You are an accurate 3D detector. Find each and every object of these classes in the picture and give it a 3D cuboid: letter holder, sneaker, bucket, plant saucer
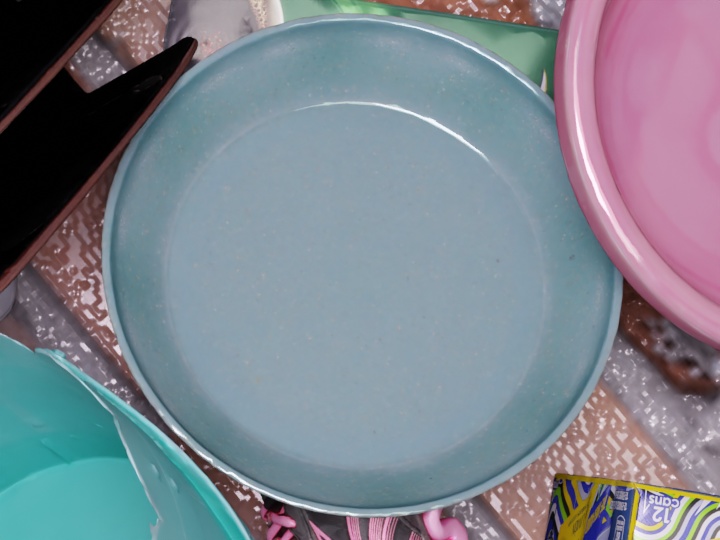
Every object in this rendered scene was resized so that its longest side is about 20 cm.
[{"bbox_3d":[-0.126,-0.070,0.854,0.142,0.200,0.101,-23,112,35],"label":"letter holder"},{"bbox_3d":[-0.006,0.120,0.938,0.095,0.079,0.201,-35,86,-22],"label":"sneaker"},{"bbox_3d":[-0.132,0.137,0.879,0.206,0.135,0.209,-8,69,22],"label":"bucket"},{"bbox_3d":[0.000,0.000,0.918,0.198,0.036,0.202,2,70,-6],"label":"plant saucer"},{"bbox_3d":[0.162,-0.061,0.919,0.199,0.051,0.202,3,82,-18],"label":"plant saucer"}]

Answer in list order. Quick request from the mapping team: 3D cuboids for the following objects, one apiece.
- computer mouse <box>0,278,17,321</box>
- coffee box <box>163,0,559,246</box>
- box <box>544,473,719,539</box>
[{"bbox_3d":[-0.212,-0.054,0.952,0.200,0.110,0.044,38,127,-5],"label":"computer mouse"},{"bbox_3d":[0.013,-0.047,0.979,0.198,0.044,0.124,10,84,-2],"label":"coffee box"},{"bbox_3d":[0.112,0.113,0.892,0.069,0.200,0.065,9,85,-2],"label":"box"}]
